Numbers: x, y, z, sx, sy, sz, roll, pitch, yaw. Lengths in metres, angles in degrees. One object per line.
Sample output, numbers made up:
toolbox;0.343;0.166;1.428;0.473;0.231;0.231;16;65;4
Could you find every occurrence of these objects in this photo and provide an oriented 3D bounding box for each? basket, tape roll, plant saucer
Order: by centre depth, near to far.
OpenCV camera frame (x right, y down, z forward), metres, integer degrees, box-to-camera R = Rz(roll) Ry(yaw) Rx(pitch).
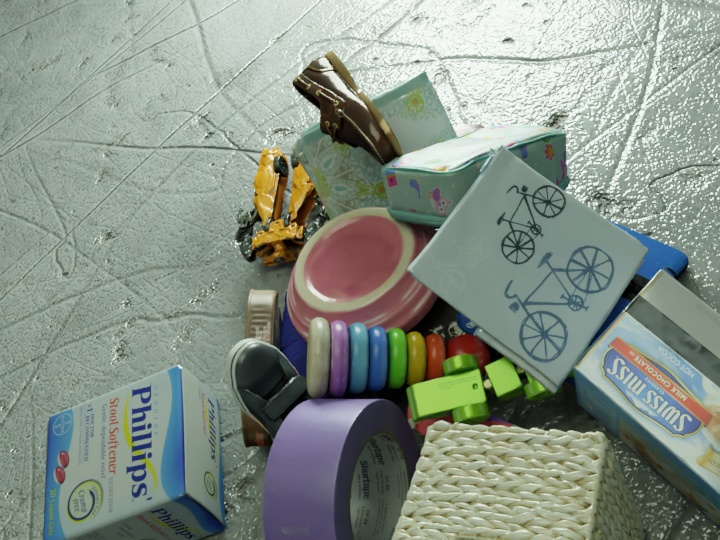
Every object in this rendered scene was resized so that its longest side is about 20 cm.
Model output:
basket;0.154;0.262;1.076;0.196;0.201;0.162;0;52;29
tape roll;-0.014;0.234;1.185;0.084;0.200;0.202;-3;56;29
plant saucer;0.000;0.000;1.333;0.198;0.051;0.202;-15;47;16

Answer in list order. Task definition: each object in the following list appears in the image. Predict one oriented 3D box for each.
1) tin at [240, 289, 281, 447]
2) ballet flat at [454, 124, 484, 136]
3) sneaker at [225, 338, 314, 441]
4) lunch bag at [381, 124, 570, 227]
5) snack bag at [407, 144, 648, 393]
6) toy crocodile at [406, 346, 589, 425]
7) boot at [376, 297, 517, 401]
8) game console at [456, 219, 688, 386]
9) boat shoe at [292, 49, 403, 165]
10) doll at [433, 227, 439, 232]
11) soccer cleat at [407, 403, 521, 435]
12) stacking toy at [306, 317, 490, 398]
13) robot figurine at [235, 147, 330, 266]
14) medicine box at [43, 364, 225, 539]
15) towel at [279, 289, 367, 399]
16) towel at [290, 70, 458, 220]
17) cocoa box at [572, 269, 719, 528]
tin;-0.118;0.116;1.391;0.041;0.113;0.202;2;55;-2
ballet flat;0.077;-0.153;1.509;0.197;0.070;0.072;-9;33;19
sneaker;-0.071;0.160;1.267;0.078;0.201;0.079;-45;30;-26
lunch bag;0.131;-0.109;1.310;0.198;0.078;0.160;-20;16;-32
snack bag;0.168;-0.006;1.178;0.199;0.021;0.189;36;71;7
toy crocodile;0.144;0.114;1.189;0.197;0.062;0.068;-19;69;6
boot;0.121;0.080;1.308;0.173;0.069;0.202;17;68;36
game console;0.234;0.021;1.272;0.198;0.120;0.170;26;33;23
boat shoe;-0.017;-0.184;1.375;0.070;0.071;0.201;-32;47;-4
doll;0.112;-0.047;1.394;0.198;0.049;0.137;-24;20;1
soccer cleat;0.140;0.181;1.232;0.198;0.076;0.068;26;105;25
stacking toy;0.042;0.098;1.239;0.197;0.086;0.086;3;53;-6
robot figurine;-0.095;-0.089;1.559;0.143;0.058;0.202;-12;52;23
medicine box;-0.272;0.242;1.394;0.198;0.103;0.184;-23;49;15
towel;-0.036;0.080;1.382;0.147;0.049;0.202;-31;41;31
towel;0.031;-0.133;1.456;0.198;0.173;0.048;-25;12;15
cocoa box;0.315;0.126;1.085;0.131;0.134;0.200;-45;66;-7
